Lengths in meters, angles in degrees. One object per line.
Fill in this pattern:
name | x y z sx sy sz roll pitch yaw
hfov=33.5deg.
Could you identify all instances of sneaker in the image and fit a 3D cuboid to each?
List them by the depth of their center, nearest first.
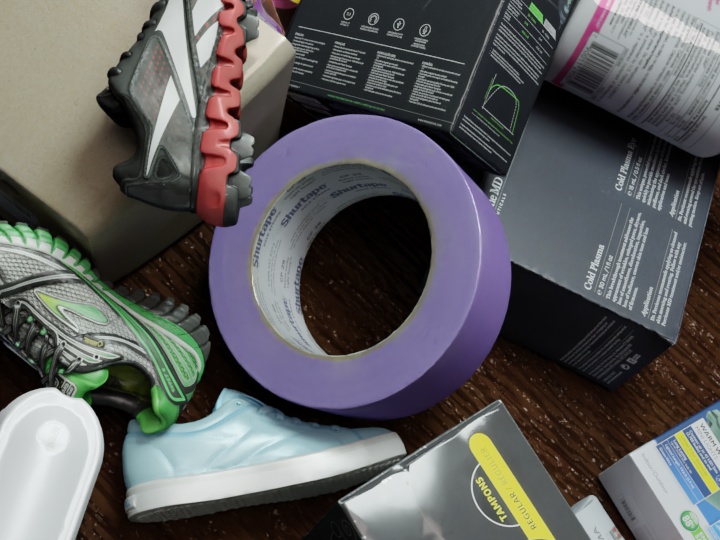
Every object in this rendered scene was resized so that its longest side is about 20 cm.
sneaker | -0.109 -0.129 0.719 0.097 0.071 0.203 3 83 -4
sneaker | -0.192 0.037 0.768 0.198 0.078 0.086 25 42 -16
sneaker | -0.066 0.116 0.823 0.198 0.074 0.083 -6 71 -20

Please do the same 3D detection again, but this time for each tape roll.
tape roll | 0.000 0.000 0.833 0.198 0.085 0.203 -5 76 20

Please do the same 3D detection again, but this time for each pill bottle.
pill bottle | 0.244 -0.157 0.908 0.198 0.114 0.114 26 60 -4

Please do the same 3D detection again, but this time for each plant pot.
plant pot | -0.183 -0.108 0.837 0.199 0.200 0.178 36 71 3

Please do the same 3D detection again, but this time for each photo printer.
photo printer | -0.212 0.172 0.699 0.069 0.166 0.202 22 60 -13

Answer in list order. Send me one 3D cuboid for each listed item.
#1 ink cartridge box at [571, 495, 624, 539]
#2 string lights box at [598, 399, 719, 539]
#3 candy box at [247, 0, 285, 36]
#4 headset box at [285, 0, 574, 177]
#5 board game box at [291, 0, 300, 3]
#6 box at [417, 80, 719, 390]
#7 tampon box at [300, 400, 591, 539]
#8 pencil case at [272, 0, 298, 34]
ink cartridge box | 0.187 0.222 0.778 0.050 0.200 0.163 -31 76 -7
string lights box | 0.294 0.152 0.923 0.198 0.059 0.103 -24 72 -26
candy box | -0.150 -0.229 0.894 0.056 0.117 0.199 -44 57 -16
headset box | 0.053 -0.194 0.868 0.173 0.093 0.202 19 86 35
board game box | -0.008 -0.297 0.946 0.200 0.030 0.096 -41 103 -29
box | 0.170 -0.043 0.954 0.181 0.104 0.201 27 60 -4
tampon box | 0.049 0.201 0.744 0.125 0.200 0.151 -27 75 -26
pencil case | -0.008 -0.214 0.987 0.198 0.094 0.091 -9 50 -23
